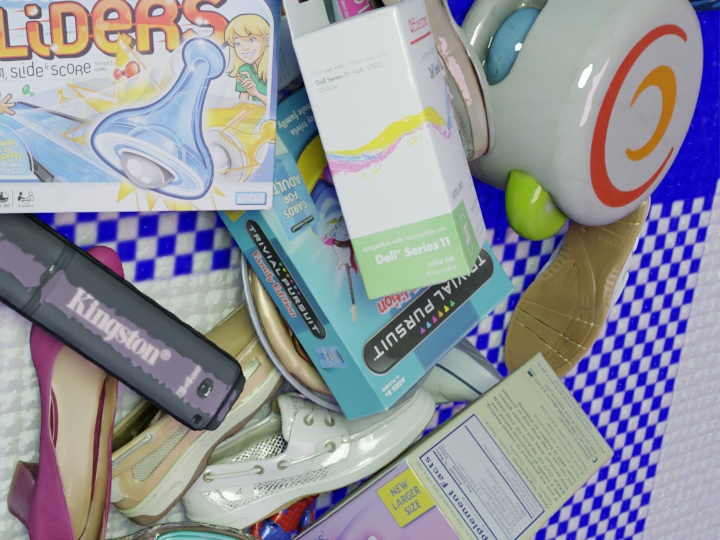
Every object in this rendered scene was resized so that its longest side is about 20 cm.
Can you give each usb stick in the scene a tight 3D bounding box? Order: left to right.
[{"bbox_3d":[-0.158,0.029,0.905,0.200,0.033,0.056,38,71,-20],"label":"usb stick"}]

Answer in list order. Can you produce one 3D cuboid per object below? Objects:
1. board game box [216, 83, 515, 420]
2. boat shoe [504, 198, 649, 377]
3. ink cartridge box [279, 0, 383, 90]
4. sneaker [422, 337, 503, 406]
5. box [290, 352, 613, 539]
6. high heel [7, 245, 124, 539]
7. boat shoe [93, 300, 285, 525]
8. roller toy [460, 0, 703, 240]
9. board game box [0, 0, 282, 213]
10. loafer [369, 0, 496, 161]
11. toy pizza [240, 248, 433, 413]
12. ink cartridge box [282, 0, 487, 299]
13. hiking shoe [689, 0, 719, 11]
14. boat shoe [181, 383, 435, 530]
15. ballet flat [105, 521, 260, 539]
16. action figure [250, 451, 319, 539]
[{"bbox_3d":[-0.001,-0.028,0.981,0.151,0.047,0.201,-40,102,-36],"label":"board game box"},{"bbox_3d":[0.189,0.007,1.229,0.201,0.071,0.069,-62,164,19],"label":"boat shoe"},{"bbox_3d":[-0.079,-0.165,0.936,0.200,0.042,0.120,-39,131,-20],"label":"ink cartridge box"},{"bbox_3d":[0.049,0.078,1.157,0.200,0.073,0.071,32,103,-40],"label":"sneaker"},{"bbox_3d":[0.058,0.173,1.068,0.176,0.097,0.200,-41,173,38],"label":"box"},{"bbox_3d":[-0.168,0.090,0.933,0.067,0.096,0.201,1,109,-42],"label":"high heel"},{"bbox_3d":[-0.111,0.076,1.004,0.076,0.072,0.200,45,73,-27],"label":"boat shoe"},{"bbox_3d":[0.155,-0.138,1.091,0.200,0.139,0.184,-30,134,-39],"label":"roller toy"},{"bbox_3d":[-0.147,-0.103,0.848,0.199,0.034,0.136,-2,107,-18],"label":"board game box"},{"bbox_3d":[0.033,-0.153,0.981,0.063,0.072,0.201,-33,123,-19],"label":"loafer"},{"bbox_3d":[0.000,0.000,1.030,0.199,0.032,0.202,10,75,-42],"label":"toy pizza"},{"bbox_3d":[0.016,-0.097,0.887,0.117,0.067,0.201,-54,129,-73],"label":"ink cartridge box"},{"bbox_3d":[0.277,-0.241,1.190,0.199,0.086,0.075,-3,111,-42],"label":"hiking shoe"},{"bbox_3d":[-0.041,0.120,1.060,0.199,0.071,0.070,-27,114,-9],"label":"boat shoe"},{"bbox_3d":[-0.158,0.203,1.010,0.199,0.075,0.068,-2,101,-29],"label":"ballet flat"},{"bbox_3d":[-0.069,0.208,1.118,0.065,0.052,0.201,28,87,-43],"label":"action figure"}]
